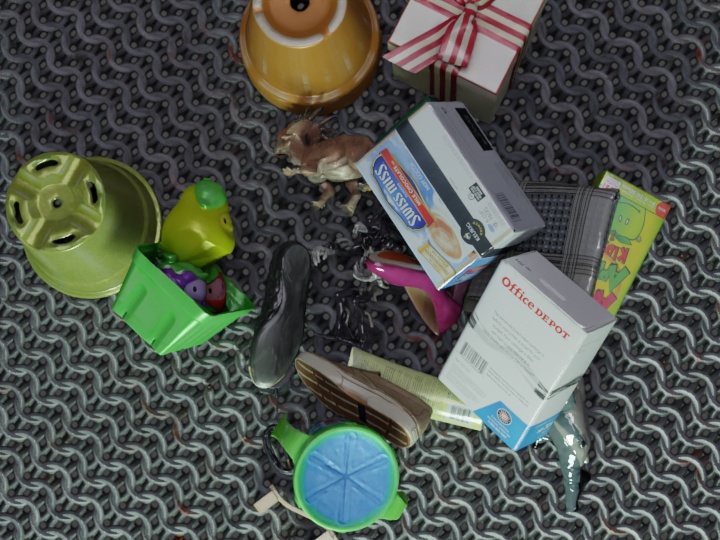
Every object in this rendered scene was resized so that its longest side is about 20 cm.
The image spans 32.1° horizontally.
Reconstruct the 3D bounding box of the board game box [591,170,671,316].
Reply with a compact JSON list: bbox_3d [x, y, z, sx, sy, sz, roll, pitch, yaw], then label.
[{"bbox_3d":[0.322,-0.020,1.675,0.101,0.048,0.201,28,87,-3],"label":"board game box"}]

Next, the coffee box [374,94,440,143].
[{"bbox_3d":[0.110,-0.121,1.694,0.123,0.044,0.201,-40,78,20],"label":"coffee box"}]

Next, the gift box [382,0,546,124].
[{"bbox_3d":[0.127,-0.318,1.671,0.199,0.187,0.186,22,83,5],"label":"gift box"}]

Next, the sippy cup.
[{"bbox_3d":[-0.027,0.252,1.614,0.139,0.130,0.179,-20,99,-6],"label":"sippy cup"}]

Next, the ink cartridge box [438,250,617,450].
[{"bbox_3d":[0.207,0.100,1.577,0.146,0.086,0.201,43,123,26],"label":"ink cartridge box"}]

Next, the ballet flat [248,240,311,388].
[{"bbox_3d":[-0.105,0.059,1.672,0.066,0.057,0.202,16,83,-14],"label":"ballet flat"}]

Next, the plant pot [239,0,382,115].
[{"bbox_3d":[-0.072,-0.330,1.683,0.198,0.183,0.202,0,82,2],"label":"plant pot"}]

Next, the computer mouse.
[{"bbox_3d":[-0.112,0.174,1.689,0.058,0.034,0.202,-6,83,-8],"label":"computer mouse"}]

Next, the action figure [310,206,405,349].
[{"bbox_3d":[0.000,0.000,1.668,0.118,0.102,0.202,12,88,49],"label":"action figure"}]

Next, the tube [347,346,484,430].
[{"bbox_3d":[0.073,0.163,1.677,0.198,0.052,0.058,14,43,9],"label":"tube"}]

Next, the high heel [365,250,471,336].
[{"bbox_3d":[0.068,0.034,1.626,0.067,0.199,0.097,33,104,46],"label":"high heel"}]

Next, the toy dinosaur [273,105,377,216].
[{"bbox_3d":[-0.030,-0.157,1.689,0.198,0.086,0.136,9,57,5],"label":"toy dinosaur"}]

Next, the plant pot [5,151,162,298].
[{"bbox_3d":[-0.379,-0.074,1.661,0.198,0.184,0.202,0,81,3],"label":"plant pot"}]

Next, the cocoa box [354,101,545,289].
[{"bbox_3d":[0.114,-0.097,1.595,0.131,0.133,0.201,-37,80,24],"label":"cocoa box"}]

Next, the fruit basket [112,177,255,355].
[{"bbox_3d":[-0.211,-0.006,1.634,0.155,0.216,0.216,42,86,8],"label":"fruit basket"}]

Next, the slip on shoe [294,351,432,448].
[{"bbox_3d":[0.004,0.158,1.646,0.199,0.076,0.061,27,54,27],"label":"slip on shoe"}]

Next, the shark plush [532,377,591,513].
[{"bbox_3d":[0.265,0.216,1.667,0.083,0.091,0.202,-11,102,20],"label":"shark plush"}]

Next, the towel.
[{"bbox_3d":[0.233,-0.023,1.650,0.191,0.034,0.202,9,78,38],"label":"towel"}]

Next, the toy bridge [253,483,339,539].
[{"bbox_3d":[-0.062,0.367,1.660,0.067,0.027,0.201,-35,82,-5],"label":"toy bridge"}]
